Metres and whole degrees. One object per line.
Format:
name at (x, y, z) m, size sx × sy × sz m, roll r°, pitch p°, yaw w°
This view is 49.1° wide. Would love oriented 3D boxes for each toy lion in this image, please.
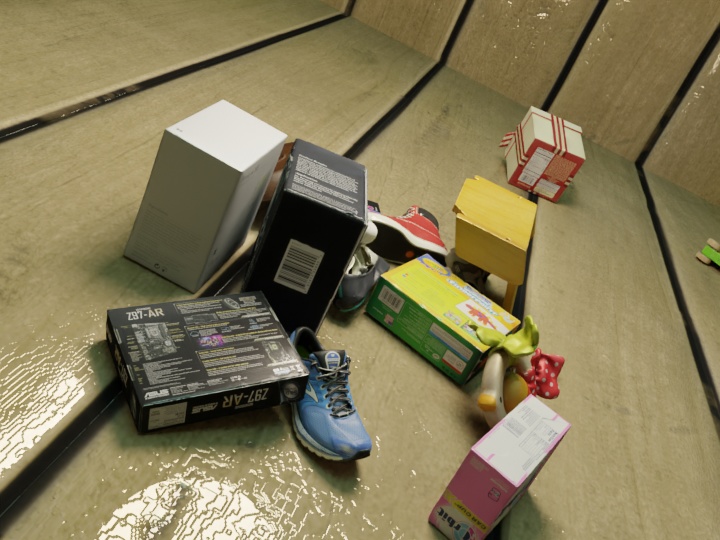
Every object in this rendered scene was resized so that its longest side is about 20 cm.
toy lion at (1.094, -0.015, 2.323) m, size 0.190 × 0.069 × 0.201 m, roll 13°, pitch 28°, yaw -41°

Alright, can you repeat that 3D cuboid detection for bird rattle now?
bird rattle at (0.213, 0.159, 1.128) m, size 0.111 × 0.201 × 0.165 m, roll 5°, pitch 56°, yaw 31°

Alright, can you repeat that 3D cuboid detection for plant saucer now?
plant saucer at (-0.144, -0.178, 1.369) m, size 0.197 × 0.037 × 0.201 m, roll -15°, pitch 27°, yaw 8°

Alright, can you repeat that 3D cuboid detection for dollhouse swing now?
dollhouse swing at (0.225, -0.029, 1.405) m, size 0.180 × 0.178 × 0.201 m, roll 26°, pitch 32°, yaw 4°

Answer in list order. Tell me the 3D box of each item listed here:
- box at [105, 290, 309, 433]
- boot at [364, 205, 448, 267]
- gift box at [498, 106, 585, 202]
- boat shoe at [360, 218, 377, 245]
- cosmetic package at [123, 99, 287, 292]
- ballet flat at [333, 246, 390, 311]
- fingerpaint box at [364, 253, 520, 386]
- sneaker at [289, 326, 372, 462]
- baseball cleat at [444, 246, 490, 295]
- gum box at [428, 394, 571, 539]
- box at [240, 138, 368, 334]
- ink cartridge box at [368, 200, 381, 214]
box at (-0.180, 0.098, 0.919) m, size 0.197 × 0.044 × 0.161 m, roll -7°, pitch 40°, yaw -30°
boot at (0.069, -0.085, 1.468) m, size 0.198 × 0.073 × 0.146 m, roll 22°, pitch 36°, yaw -26°
gift box at (0.495, -0.320, 2.191) m, size 0.182 × 0.201 × 0.188 m, roll 24°, pitch 41°, yaw -12°
boat shoe at (-0.014, -0.064, 1.331) m, size 0.068 × 0.072 × 0.200 m, roll 22°, pitch 2°, yaw -11°
cosmetic package at (-0.217, -0.112, 1.132) m, size 0.122 × 0.202 × 0.200 m, roll 26°, pitch 27°, yaw 2°
ballet flat at (0.000, 0.000, 1.253) m, size 0.072 × 0.074 × 0.200 m, roll 29°, pitch 24°, yaw 6°
fingerpaint box at (0.132, 0.073, 1.259) m, size 0.199 × 0.074 × 0.166 m, roll 37°, pitch 29°, yaw 18°
sneaker at (-0.046, 0.145, 0.950) m, size 0.078 × 0.090 × 0.200 m, roll 0°, pitch 37°, yaw -40°
baseball cleat at (0.207, 0.015, 1.458) m, size 0.199 × 0.069 × 0.108 m, roll 11°, pitch 63°, yaw -60°
gum box at (0.174, 0.238, 0.952) m, size 0.066 × 0.115 × 0.199 m, roll 37°, pitch 28°, yaw 21°
box at (-0.080, -0.047, 1.123) m, size 0.122 × 0.202 × 0.197 m, roll 21°, pitch 26°, yaw -9°
ink cartridge box at (-0.054, -0.125, 1.495) m, size 0.197 × 0.037 × 0.095 m, roll 16°, pitch 29°, yaw -16°
